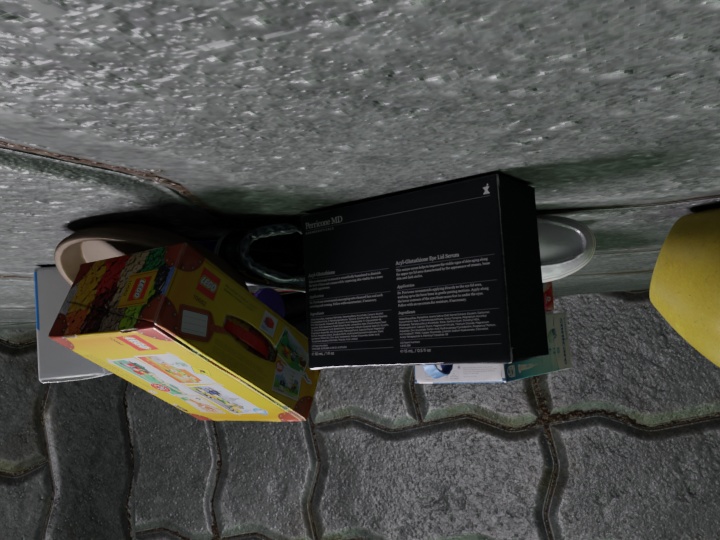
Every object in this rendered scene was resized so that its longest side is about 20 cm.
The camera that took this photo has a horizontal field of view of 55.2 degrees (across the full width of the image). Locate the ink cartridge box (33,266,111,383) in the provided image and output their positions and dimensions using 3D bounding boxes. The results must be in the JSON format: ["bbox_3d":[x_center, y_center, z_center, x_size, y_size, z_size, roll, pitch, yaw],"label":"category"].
[{"bbox_3d":[-0.392,0.077,0.972,0.085,0.148,0.200,-4,175,-11],"label":"ink cartridge box"}]

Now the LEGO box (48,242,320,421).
[{"bbox_3d":[-0.154,0.068,0.639,0.148,0.078,0.200,-8,144,34],"label":"LEGO box"}]

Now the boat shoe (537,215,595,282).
[{"bbox_3d":[0.139,-0.027,0.696,0.198,0.073,0.069,5,176,6],"label":"boat shoe"}]

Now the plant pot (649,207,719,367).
[{"bbox_3d":[0.394,0.010,0.724,0.141,0.201,0.199,24,-169,34],"label":"plant pot"}]

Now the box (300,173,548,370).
[{"bbox_3d":[0.048,0.009,0.589,0.199,0.142,0.079,-7,175,37],"label":"box"}]

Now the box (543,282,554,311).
[{"bbox_3d":[0.168,0.021,1.007,0.199,0.096,0.102,-9,173,44],"label":"box"}]

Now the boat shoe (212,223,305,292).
[{"bbox_3d":[-0.042,-0.008,0.695,0.199,0.071,0.091,2,178,-29],"label":"boat shoe"}]

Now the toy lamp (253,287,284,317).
[{"bbox_3d":[-0.180,0.058,0.868,0.199,0.059,0.058,-7,173,39],"label":"toy lamp"}]

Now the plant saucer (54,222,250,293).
[{"bbox_3d":[-0.193,0.013,0.669,0.198,0.030,0.201,11,150,6],"label":"plant saucer"}]

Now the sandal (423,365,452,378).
[{"bbox_3d":[0.047,0.080,0.861,0.199,0.088,0.080,16,-149,18],"label":"sandal"}]

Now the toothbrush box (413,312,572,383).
[{"bbox_3d":[0.187,0.108,0.970,0.146,0.086,0.199,-9,172,41],"label":"toothbrush box"}]

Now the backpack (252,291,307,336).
[{"bbox_3d":[-0.102,0.054,0.986,0.199,0.168,0.127,-17,-178,6],"label":"backpack"}]

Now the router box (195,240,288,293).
[{"bbox_3d":[-0.183,0.001,0.830,0.198,0.049,0.180,-3,174,0],"label":"router box"}]
